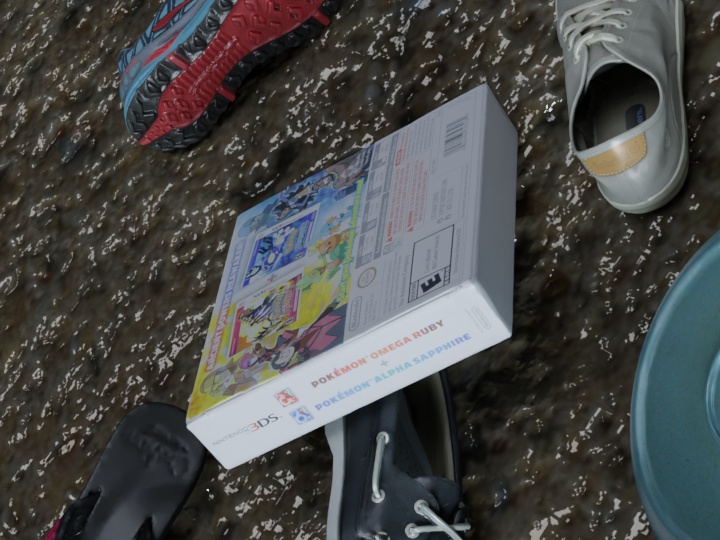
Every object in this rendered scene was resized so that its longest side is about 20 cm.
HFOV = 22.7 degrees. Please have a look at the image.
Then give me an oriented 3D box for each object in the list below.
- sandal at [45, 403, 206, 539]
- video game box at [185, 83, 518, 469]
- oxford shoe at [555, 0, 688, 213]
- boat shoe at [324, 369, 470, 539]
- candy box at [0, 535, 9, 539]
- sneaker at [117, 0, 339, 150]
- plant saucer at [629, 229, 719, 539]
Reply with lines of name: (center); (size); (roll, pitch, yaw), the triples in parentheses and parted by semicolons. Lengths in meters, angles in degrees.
sandal: (-0.150, 0.165, 1.020); (0.075, 0.045, 0.201); (22, 73, 5)
video game box: (0.000, 0.000, 0.991); (0.181, 0.047, 0.201); (-24, 29, 22)
oxford shoe: (0.140, -0.124, 0.996); (0.075, 0.058, 0.201); (-24, 49, 28)
boat shoe: (0.023, 0.119, 0.920); (0.060, 0.075, 0.201); (-32, 48, 25)
candy box: (-0.247, 0.264, 1.053); (0.115, 0.055, 0.201); (-29, 49, 20)
sneaker: (-0.093, -0.178, 1.200); (0.200, 0.079, 0.096); (-41, 43, 10)
plant saucer: (0.187, 0.055, 0.814); (0.200, 0.027, 0.202); (-30, 52, 47)
